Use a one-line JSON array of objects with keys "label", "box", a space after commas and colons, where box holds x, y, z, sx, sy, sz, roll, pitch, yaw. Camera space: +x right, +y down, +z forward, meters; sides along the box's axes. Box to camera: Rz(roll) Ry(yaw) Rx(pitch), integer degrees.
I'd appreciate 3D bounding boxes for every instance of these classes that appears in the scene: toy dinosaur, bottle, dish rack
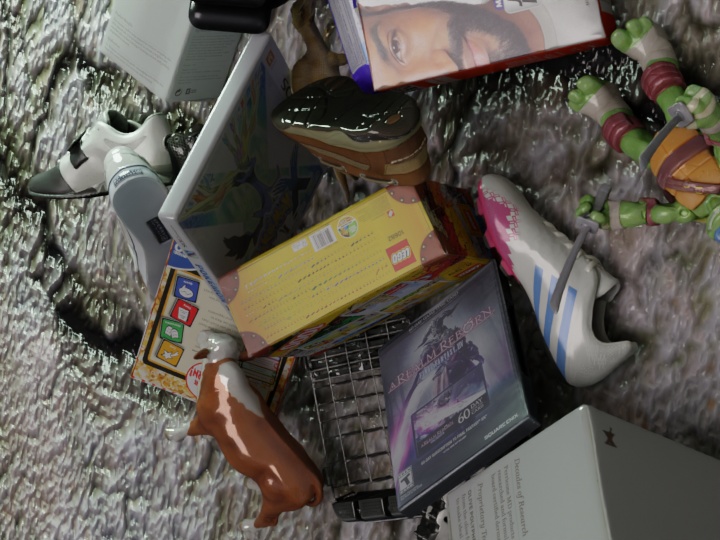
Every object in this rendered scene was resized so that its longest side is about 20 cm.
[{"label": "toy dinosaur", "box": [-0.026, -0.156, 1.545, 0.058, 0.101, 0.200, -13, 88, 41]}, {"label": "bottle", "box": [0.010, -0.255, 1.512, 0.065, 0.084, 0.200, 140, 114, -74]}, {"label": "dish rack", "box": [0.021, 0.136, 1.587, 0.153, 0.055, 0.200, -14, 86, 39]}]

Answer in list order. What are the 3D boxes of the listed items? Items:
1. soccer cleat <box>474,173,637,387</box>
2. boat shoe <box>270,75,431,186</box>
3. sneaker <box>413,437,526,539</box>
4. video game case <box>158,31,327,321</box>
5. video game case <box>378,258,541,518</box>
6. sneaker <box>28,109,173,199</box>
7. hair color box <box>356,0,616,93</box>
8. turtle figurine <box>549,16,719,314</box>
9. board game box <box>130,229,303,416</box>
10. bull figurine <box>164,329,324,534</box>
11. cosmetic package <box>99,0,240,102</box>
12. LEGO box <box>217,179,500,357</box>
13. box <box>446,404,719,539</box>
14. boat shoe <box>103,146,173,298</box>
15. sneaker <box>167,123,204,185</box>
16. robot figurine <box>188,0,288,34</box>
[{"label": "soccer cleat", "box": [0.169, -0.001, 1.438, 0.086, 0.070, 0.200, -28, 80, 22]}, {"label": "boat shoe", "box": [-0.008, -0.108, 1.414, 0.200, 0.076, 0.074, 27, 149, 59]}, {"label": "sneaker", "box": [0.116, 0.156, 1.502, 0.066, 0.090, 0.200, -170, 96, -77]}, {"label": "video game case", "box": [-0.096, -0.079, 1.512, 0.022, 0.182, 0.200, 12, 64, 27]}, {"label": "video game case", "box": [0.078, 0.096, 1.427, 0.143, 0.019, 0.200, -39, 33, 23]}, {"label": "sneaker", "box": [-0.268, -0.121, 1.781, 0.200, 0.074, 0.089, -8, 92, 31]}, {"label": "hair color box", "box": [0.102, -0.221, 1.409, 0.200, 0.064, 0.111, -12, 90, 20]}, {"label": "turtle figurine", "box": [0.213, -0.099, 1.307, 0.144, 0.200, 0.194, 88, 165, -49]}, {"label": "board game box", "box": [-0.124, 0.041, 1.648, 0.151, 0.046, 0.200, 22, 116, 2]}, {"label": "bull figurine", "box": [-0.115, 0.154, 1.620, 0.200, 0.065, 0.121, 54, 135, 8]}, {"label": "cosmetic package", "box": [-0.169, -0.278, 1.663, 0.113, 0.081, 0.200, 40, 119, 29]}, {"label": "LEGO box", "box": [0.000, 0.000, 1.479, 0.200, 0.149, 0.077, -28, 78, 19]}, {"label": "box", "box": [0.199, 0.246, 1.313, 0.171, 0.199, 0.200, -40, 40, 37]}, {"label": "boat shoe", "box": [-0.211, -0.050, 1.701, 0.075, 0.202, 0.086, -27, 49, -2]}, {"label": "sneaker", "box": [-0.125, -0.125, 1.652, 0.114, 0.076, 0.199, 50, 130, 15]}, {"label": "robot figurine", "box": [-0.103, -0.305, 1.486, 0.150, 0.125, 0.200, -24, 51, 46]}]
